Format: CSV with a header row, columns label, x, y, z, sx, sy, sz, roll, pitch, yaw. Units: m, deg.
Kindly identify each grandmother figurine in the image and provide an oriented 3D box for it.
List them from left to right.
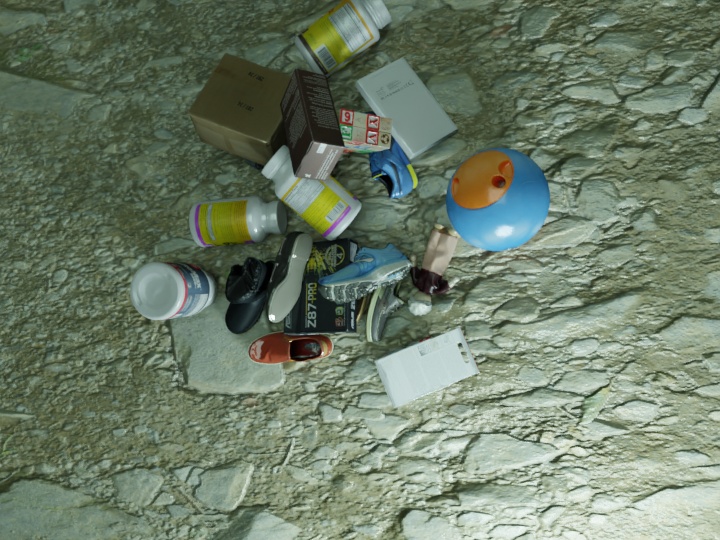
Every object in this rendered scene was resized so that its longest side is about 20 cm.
label,x,y,z,sx,sy,sz,roll,pitch,yaw
grandmother figurine,0.156,0.004,1.241,0.121,0.060,0.201,27,99,38

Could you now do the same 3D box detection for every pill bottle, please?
label,x,y,z,sx,sy,sz,roll,pitch,yaw
pill bottle,-0.398,0.042,1.269,0.119,0.200,0.120,0,90,10
pill bottle,-0.270,-0.111,1.295,0.199,0.104,0.105,-4,89,11
pill bottle,-0.103,-0.162,1.191,0.200,0.104,0.104,41,97,-9
pill bottle,-0.035,-0.510,1.249,0.200,0.109,0.109,-34,84,8

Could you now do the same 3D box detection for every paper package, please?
label,x,y,z,sx,sy,sz,roll,pitch,yaw
paper package,-0.238,-0.347,1.262,0.199,0.104,0.191,21,69,10

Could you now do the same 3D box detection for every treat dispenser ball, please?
label,x,y,z,sx,sy,sz,roll,pitch,yaw
treat dispenser ball,0.269,-0.139,1.144,0.200,0.201,0.202,0,90,11

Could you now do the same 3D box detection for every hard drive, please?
label,x,y,z,sx,sy,sz,roll,pitch,yaw
hard drive,0.099,-0.347,1.236,0.132,0.027,0.200,-33,82,-21

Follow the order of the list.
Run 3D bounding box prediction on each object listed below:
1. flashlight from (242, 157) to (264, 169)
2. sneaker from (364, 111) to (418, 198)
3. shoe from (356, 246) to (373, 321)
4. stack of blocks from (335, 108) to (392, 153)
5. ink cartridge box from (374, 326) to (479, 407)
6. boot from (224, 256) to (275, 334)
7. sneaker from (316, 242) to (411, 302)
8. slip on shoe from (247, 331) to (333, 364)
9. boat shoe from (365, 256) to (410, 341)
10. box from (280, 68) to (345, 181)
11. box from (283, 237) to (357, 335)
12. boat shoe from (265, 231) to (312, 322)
label,x,y,z,sx,sy,sz,roll,pitch,yaw
flashlight,-0.171,-0.222,1.300,0.199,0.068,0.068,27,69,13
sneaker,0.045,-0.248,1.243,0.078,0.066,0.201,-27,86,-21
shoe,-0.001,0.047,1.267,0.070,0.053,0.201,26,94,28
stack of blocks,-0.034,-0.280,1.205,0.115,0.200,0.059,3,93,-28
ink cartridge box,0.142,0.204,1.244,0.199,0.050,0.109,-24,85,9
boot,-0.256,0.057,1.259,0.076,0.168,0.200,38,97,10
sneaker,0.000,0.000,1.189,0.199,0.078,0.090,-19,63,-20
slip on shoe,-0.161,0.174,1.296,0.199,0.061,0.074,-4,91,12
boat shoe,0.060,0.060,1.247,0.066,0.072,0.202,12,90,15
box,-0.096,-0.283,1.126,0.075,0.100,0.201,5,55,-27
box,-0.086,0.037,1.254,0.161,0.049,0.201,-4,78,28
boat shoe,-0.160,0.011,1.239,0.057,0.067,0.201,14,82,45
